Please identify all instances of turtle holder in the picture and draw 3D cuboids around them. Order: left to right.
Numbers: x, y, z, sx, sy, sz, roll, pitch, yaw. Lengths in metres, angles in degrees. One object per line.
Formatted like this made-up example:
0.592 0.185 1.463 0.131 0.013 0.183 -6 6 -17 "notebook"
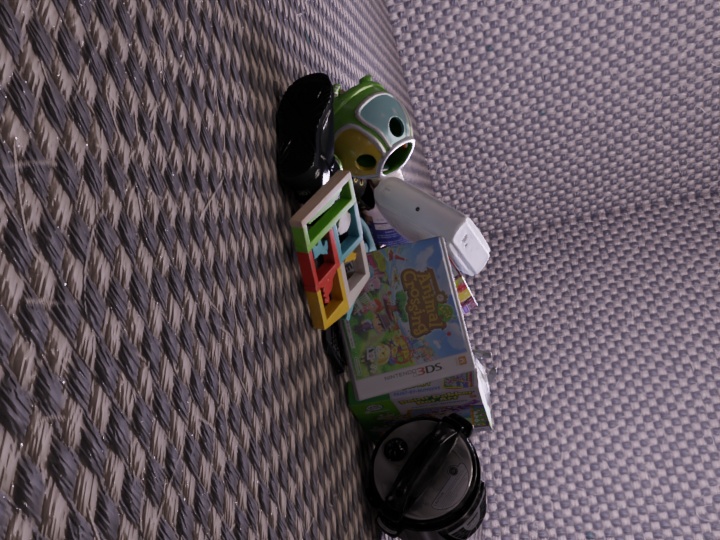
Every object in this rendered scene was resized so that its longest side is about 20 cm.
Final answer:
0.001 -0.207 1.566 0.132 0.142 0.185 42 24 19 "turtle holder"

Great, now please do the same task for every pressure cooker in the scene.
0.099 0.320 1.561 0.201 0.176 0.178 71 11 -60 "pressure cooker"

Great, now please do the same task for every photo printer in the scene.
0.118 -0.082 1.800 0.199 0.070 0.166 32 -7 32 "photo printer"

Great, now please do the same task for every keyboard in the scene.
-0.033 0.065 1.525 0.128 0.020 0.202 70 14 -48 "keyboard"

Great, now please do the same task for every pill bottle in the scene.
0.073 -0.060 2.062 0.111 0.110 0.202 -85 162 -61 "pill bottle"

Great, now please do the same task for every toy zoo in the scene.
-0.035 -0.015 1.379 0.131 0.020 0.202 -49 138 -44 "toy zoo"

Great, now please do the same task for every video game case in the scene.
0.057 0.067 1.478 0.022 0.180 0.202 145 -68 -78 "video game case"

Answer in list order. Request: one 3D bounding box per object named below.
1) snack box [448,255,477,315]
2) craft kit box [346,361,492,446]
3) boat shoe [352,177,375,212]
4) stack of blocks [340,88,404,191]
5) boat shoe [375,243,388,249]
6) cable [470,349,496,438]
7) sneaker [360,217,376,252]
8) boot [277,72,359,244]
0.124 0.058 1.810 0.053 0.141 0.200 58 4 22 "snack box"
0.096 0.210 1.594 0.198 0.198 0.049 65 18 -57 "craft kit box"
-0.021 -0.157 1.735 0.202 0.062 0.074 58 25 -64 "boat shoe"
0.003 -0.214 1.793 0.115 0.058 0.200 47 -5 23 "stack of blocks"
0.021 -0.003 1.778 0.200 0.072 0.075 -82 160 -64 "boat shoe"
0.125 0.220 1.784 0.069 0.198 0.202 -51 152 -72 "cable"
0.000 0.000 1.653 0.082 0.073 0.202 59 10 -68 "sneaker"
-0.055 -0.148 1.433 0.169 0.076 0.202 63 25 -51 "boot"
